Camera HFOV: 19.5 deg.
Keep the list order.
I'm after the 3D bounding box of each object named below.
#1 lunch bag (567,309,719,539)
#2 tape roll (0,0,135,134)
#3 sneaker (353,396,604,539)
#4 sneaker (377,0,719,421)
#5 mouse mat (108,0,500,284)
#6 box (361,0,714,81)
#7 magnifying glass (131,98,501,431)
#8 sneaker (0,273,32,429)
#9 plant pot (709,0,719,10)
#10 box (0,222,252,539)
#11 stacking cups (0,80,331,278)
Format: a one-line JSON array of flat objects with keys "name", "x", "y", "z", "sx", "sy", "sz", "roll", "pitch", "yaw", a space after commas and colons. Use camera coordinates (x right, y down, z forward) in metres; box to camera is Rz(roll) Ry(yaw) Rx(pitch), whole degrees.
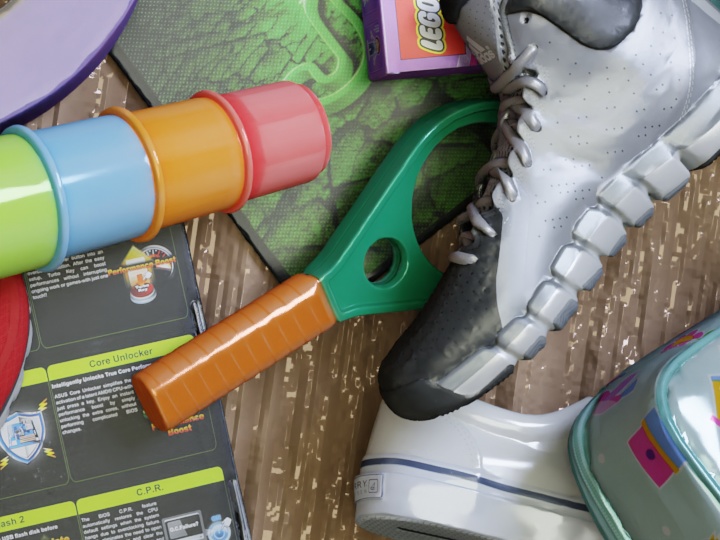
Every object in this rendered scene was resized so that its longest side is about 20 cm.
[{"name": "lunch bag", "x": 0.179, "y": 0.083, "z": 0.792, "sx": 0.200, "sy": 0.077, "sz": 0.160, "roll": -28, "pitch": 84, "yaw": -41}, {"name": "tape roll", "x": -0.173, "y": -0.143, "z": 0.769, "sx": 0.200, "sy": 0.085, "sz": 0.200, "roll": 0, "pitch": 91, "yaw": -8}, {"name": "sneaker", "x": 0.097, "y": 0.087, "z": 0.831, "sx": 0.200, "sy": 0.073, "sz": 0.071, "roll": 16, "pitch": 73, "yaw": -17}, {"name": "sneaker", "x": 0.053, "y": -0.047, "z": 0.786, "sx": 0.200, "sy": 0.075, "sz": 0.115, "roll": -46, "pitch": 104, "yaw": -9}, {"name": "mouse mat", "x": 0.012, "y": -0.100, "z": 0.844, "sx": 0.200, "sy": 0.008, "sz": 0.161, "roll": -38, "pitch": 97, "yaw": -8}, {"name": "box", "x": 0.063, "y": -0.180, "z": 0.829, "sx": 0.137, "sy": 0.039, "sz": 0.200, "roll": -6, "pitch": 92, "yaw": -11}, {"name": "magnifying glass", "x": 0.000, "y": 0.000, "z": 0.809, "sx": 0.200, "sy": 0.022, "sz": 0.080, "roll": -33, "pitch": 115, "yaw": -23}, {"name": "sneaker", "x": -0.178, "y": 0.065, "z": 0.720, "sx": 0.077, "sy": 0.085, "sz": 0.200, "roll": 41, "pitch": 66, "yaw": -8}, {"name": "plant pot", "x": 0.256, "y": -0.133, "z": 0.794, "sx": 0.201, "sy": 0.201, "sz": 0.161, "roll": 47, "pitch": 59, "yaw": -8}, {"name": "box", "x": -0.148, "y": 0.082, "z": 0.802, "sx": 0.200, "sy": 0.048, "sz": 0.193, "roll": -13, "pitch": 91, "yaw": -8}, {"name": "stacking cups", "x": -0.102, "y": -0.027, "z": 0.749, "sx": 0.200, "sy": 0.060, "sz": 0.061, "roll": -14, "pitch": 94, "yaw": -35}]
